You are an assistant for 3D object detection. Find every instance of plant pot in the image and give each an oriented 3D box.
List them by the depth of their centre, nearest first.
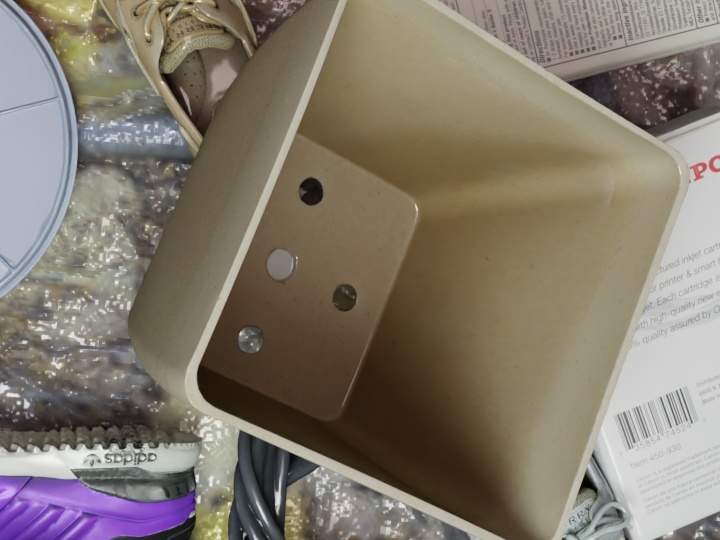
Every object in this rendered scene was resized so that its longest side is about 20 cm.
[{"bbox_3d":[0.000,0.000,0.809,0.199,0.177,0.201,27,77,-27],"label":"plant pot"}]

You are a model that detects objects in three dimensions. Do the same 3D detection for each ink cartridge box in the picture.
[{"bbox_3d":[0.171,0.025,0.940,0.146,0.083,0.201,-21,97,-7],"label":"ink cartridge box"}]

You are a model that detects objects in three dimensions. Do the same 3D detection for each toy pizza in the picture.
[{"bbox_3d":[-0.249,-0.067,0.898,0.199,0.032,0.202,-1,93,-10],"label":"toy pizza"}]

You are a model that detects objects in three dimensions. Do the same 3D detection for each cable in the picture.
[{"bbox_3d":[0.017,0.138,0.927,0.199,0.051,0.164,11,65,-25],"label":"cable"}]

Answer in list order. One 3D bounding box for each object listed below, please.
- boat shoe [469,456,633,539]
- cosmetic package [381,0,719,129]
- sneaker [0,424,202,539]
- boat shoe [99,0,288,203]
[{"bbox_3d":[0.090,0.108,0.901,0.074,0.065,0.203,-20,77,-17],"label":"boat shoe"},{"bbox_3d":[0.087,-0.148,0.914,0.199,0.087,0.104,-14,97,-8],"label":"cosmetic package"},{"bbox_3d":[-0.184,0.135,0.902,0.199,0.070,0.100,1,96,-8],"label":"sneaker"},{"bbox_3d":[-0.088,-0.127,0.900,0.071,0.065,0.201,-30,98,-5],"label":"boat shoe"}]
